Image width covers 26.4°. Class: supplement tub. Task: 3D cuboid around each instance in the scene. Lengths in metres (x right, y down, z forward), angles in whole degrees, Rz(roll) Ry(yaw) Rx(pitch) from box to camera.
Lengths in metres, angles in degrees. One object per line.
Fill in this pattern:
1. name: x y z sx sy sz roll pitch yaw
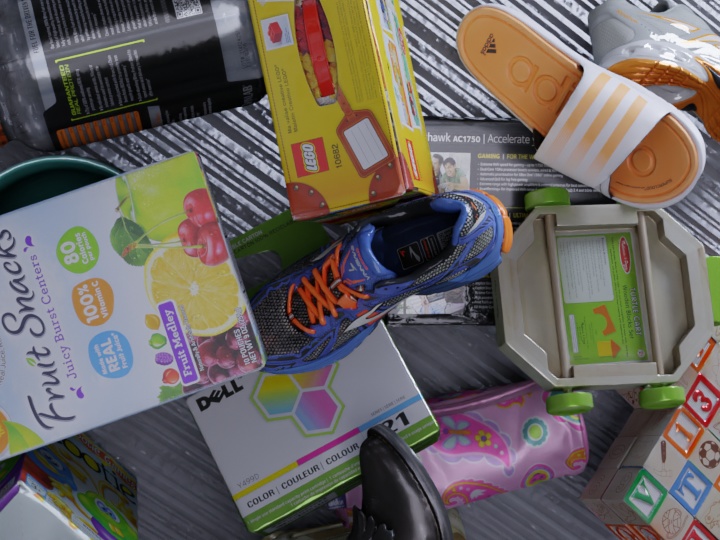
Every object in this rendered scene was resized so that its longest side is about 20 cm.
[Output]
1. supplement tub: -0.167 -0.151 1.020 0.198 0.123 0.124 -14 102 -8

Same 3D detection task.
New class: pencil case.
1. pencil case: 0.066 0.129 1.130 0.198 0.087 0.088 -11 102 -6

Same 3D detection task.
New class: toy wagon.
1. toy wagon: 0.192 0.020 1.079 0.197 0.040 0.157 -2 77 -11

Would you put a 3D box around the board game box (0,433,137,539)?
1. board game box: -0.219 0.176 1.029 0.103 0.200 0.105 43 92 -14

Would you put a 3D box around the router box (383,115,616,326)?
1. router box: 0.113 -0.036 1.125 0.197 0.051 0.151 1 98 -10

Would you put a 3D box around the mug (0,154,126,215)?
1. mug: -0.211 0.008 1.039 0.184 0.114 0.153 -29 95 -2

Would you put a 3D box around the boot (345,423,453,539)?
1. boot: -0.027 0.212 0.958 0.172 0.069 0.202 -14 100 -24

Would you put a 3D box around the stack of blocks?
1. stack of blocks: 0.244 0.107 1.133 0.115 0.058 0.201 42 68 -15

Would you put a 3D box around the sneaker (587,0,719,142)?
1. sneaker: 0.250 -0.154 1.119 0.198 0.093 0.076 11 143 -30

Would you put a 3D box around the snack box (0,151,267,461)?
1. snack box: -0.173 0.025 0.958 0.198 0.053 0.144 -18 92 -2

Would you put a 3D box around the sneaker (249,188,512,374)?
1. sneaker: 0.000 0.000 0.991 0.199 0.078 0.076 -32 73 8

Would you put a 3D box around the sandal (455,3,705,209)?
1. sandal: 0.136 -0.108 1.048 0.206 0.059 0.080 37 121 20

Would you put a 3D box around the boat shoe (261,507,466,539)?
1. boat shoe: -0.019 0.216 1.150 0.198 0.063 0.074 -15 128 0

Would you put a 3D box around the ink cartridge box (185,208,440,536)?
1. ink cartridge box: -0.054 0.061 1.064 0.147 0.076 0.201 -28 79 -3

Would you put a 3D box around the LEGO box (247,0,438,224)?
1. LEGO box: -0.013 -0.137 1.008 0.076 0.149 0.202 -12 88 11
